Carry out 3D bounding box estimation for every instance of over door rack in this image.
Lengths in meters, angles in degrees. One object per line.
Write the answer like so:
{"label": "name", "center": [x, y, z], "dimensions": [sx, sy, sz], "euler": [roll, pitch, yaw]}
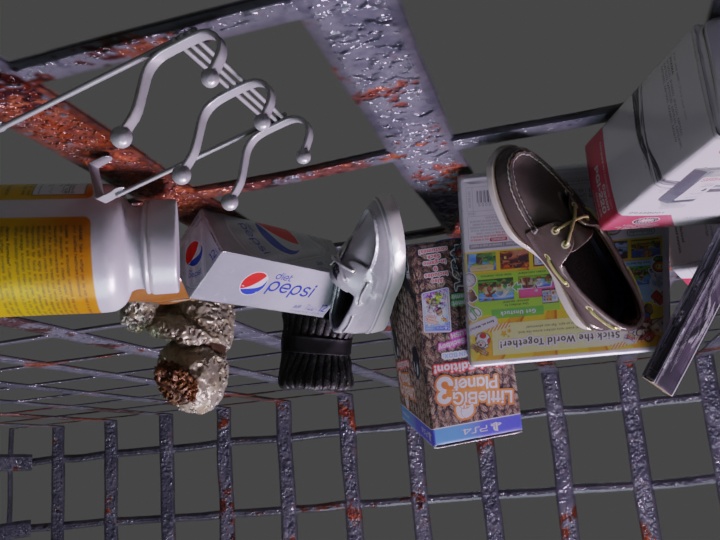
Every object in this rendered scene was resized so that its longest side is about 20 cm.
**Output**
{"label": "over door rack", "center": [-0.148, -0.087, 0.547], "dimensions": [0.196, 0.068, 0.148], "euler": [-9, 164, 18]}

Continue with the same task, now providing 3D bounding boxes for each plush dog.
{"label": "plush dog", "center": [-0.218, 0.104, 1.055], "dimensions": [0.157, 0.176, 0.200], "euler": [-7, 165, 10]}

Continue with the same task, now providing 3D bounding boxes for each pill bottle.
{"label": "pill bottle", "center": [-0.258, -0.018, 0.686], "dimensions": [0.195, 0.114, 0.111], "euler": [-2, 166, -11]}

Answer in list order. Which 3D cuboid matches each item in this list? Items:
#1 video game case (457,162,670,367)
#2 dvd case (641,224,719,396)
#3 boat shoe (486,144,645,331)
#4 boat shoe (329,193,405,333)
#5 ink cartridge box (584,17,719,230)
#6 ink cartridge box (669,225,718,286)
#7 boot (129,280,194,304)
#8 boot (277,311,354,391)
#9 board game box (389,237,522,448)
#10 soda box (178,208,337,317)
{"label": "video game case", "center": [0.195, -0.007, 0.755], "dimensions": [0.195, 0.186, 0.023], "euler": [-5, -170, 1]}
{"label": "dvd case", "center": [0.314, 0.043, 0.741], "dimensions": [0.016, 0.151, 0.199], "euler": [28, -178, 29]}
{"label": "boat shoe", "center": [0.182, -0.027, 0.690], "dimensions": [0.072, 0.201, 0.059], "euler": [-41, -162, -16]}
{"label": "boat shoe", "center": [0.000, 0.000, 0.832], "dimensions": [0.067, 0.073, 0.201], "euler": [-10, 150, -17]}
{"label": "ink cartridge box", "center": [0.276, -0.101, 0.596], "dimensions": [0.142, 0.087, 0.200], "euler": [-4, 164, -6]}
{"label": "ink cartridge box", "center": [0.442, -0.048, 0.857], "dimensions": [0.197, 0.088, 0.147], "euler": [-14, 163, 27]}
{"label": "boot", "center": [-0.211, -0.001, 0.865], "dimensions": [0.151, 0.076, 0.200], "euler": [-2, 178, -6]}
{"label": "boot", "center": [-0.012, 0.080, 1.057], "dimensions": [0.206, 0.162, 0.079], "euler": [-7, 166, 9]}
{"label": "board game box", "center": [0.093, 0.069, 0.859], "dimensions": [0.095, 0.205, 0.159], "euler": [-8, -179, -8]}
{"label": "soda box", "center": [-0.100, -0.004, 0.850], "dimensions": [0.198, 0.064, 0.069], "euler": [12, 126, -48]}
